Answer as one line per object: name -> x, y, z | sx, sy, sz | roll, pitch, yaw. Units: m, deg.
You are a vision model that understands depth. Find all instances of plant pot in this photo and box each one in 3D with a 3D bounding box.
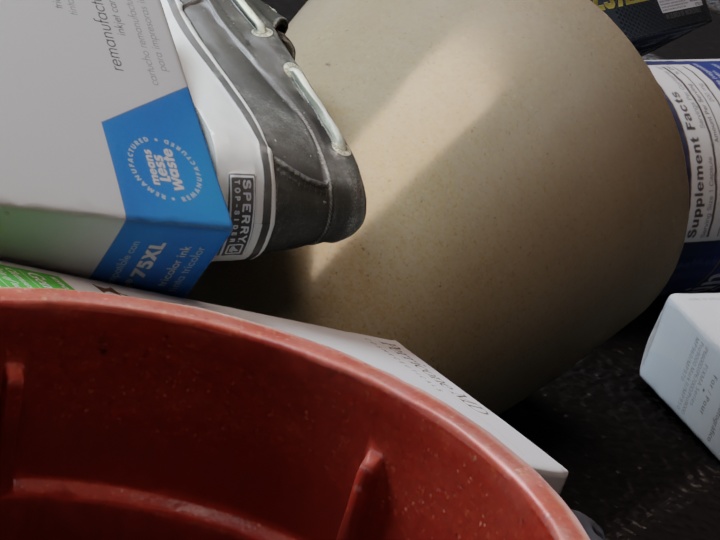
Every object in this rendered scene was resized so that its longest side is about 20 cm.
plant pot -> -0.063, 0.136, 0.562 | 0.200, 0.196, 0.201 | 11, 24, -5
plant pot -> 0.000, 0.000, 0.952 | 0.187, 0.188, 0.200 | 23, 41, 20

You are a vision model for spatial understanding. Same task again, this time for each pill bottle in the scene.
pill bottle -> 0.137, -0.043, 1.170 | 0.200, 0.111, 0.111 | -4, 29, -35

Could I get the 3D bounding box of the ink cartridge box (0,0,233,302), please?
ink cartridge box -> -0.151, -0.046, 0.780 | 0.200, 0.067, 0.116 | 6, 49, -34

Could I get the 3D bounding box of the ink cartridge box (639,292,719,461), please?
ink cartridge box -> 0.235, 0.077, 1.051 | 0.160, 0.047, 0.200 | 0, 32, -29

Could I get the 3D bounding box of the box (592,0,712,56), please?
box -> 0.055, -0.101, 1.220 | 0.158, 0.051, 0.200 | -26, -6, 41

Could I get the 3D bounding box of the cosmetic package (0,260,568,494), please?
cosmetic package -> -0.050, 0.063, 0.767 | 0.200, 0.085, 0.108 | 11, 16, -40

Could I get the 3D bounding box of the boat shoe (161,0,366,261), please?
boat shoe -> -0.058, -0.070, 0.892 | 0.063, 0.071, 0.200 | -4, 40, -26

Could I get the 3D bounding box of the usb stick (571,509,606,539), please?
usb stick -> 0.071, 0.136, 0.837 | 0.055, 0.033, 0.200 | 9, 24, -9
